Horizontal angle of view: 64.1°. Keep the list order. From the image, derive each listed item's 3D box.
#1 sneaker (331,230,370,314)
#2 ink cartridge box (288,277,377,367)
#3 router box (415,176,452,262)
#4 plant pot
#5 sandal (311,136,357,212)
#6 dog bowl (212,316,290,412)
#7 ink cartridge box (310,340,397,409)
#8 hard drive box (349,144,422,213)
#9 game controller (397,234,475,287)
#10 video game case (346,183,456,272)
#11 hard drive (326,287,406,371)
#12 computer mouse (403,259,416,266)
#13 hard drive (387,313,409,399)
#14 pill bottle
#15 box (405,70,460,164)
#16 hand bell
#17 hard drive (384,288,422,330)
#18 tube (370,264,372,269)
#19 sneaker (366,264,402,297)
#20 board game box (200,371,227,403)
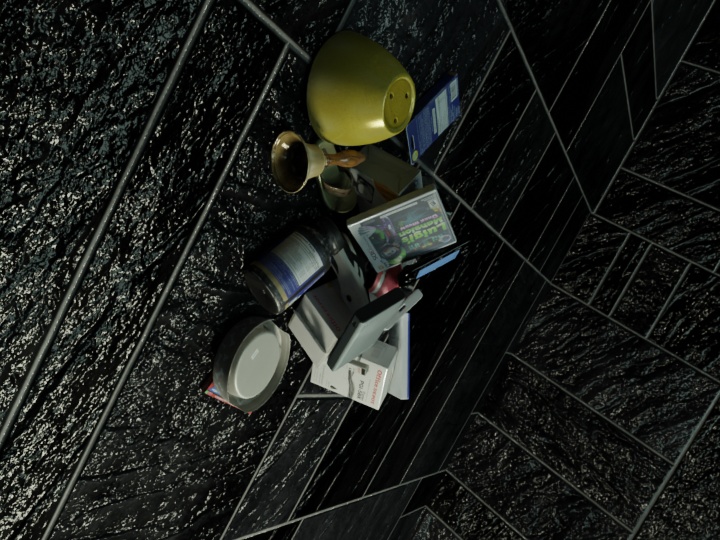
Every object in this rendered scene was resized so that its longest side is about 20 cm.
[{"bbox_3d":[0.000,0.000,1.289,0.110,0.205,0.072,-20,174,-42],"label":"sneaker"},{"bbox_3d":[-0.063,0.113,1.323,0.197,0.129,0.126,-24,157,-43],"label":"ink cartridge box"},{"bbox_3d":[0.162,-0.123,1.421,0.049,0.202,0.153,6,120,-12],"label":"router box"},{"bbox_3d":[0.017,-0.315,1.047,0.198,0.139,0.206,-34,136,-39],"label":"plant pot"},{"bbox_3d":[-0.049,-0.184,1.169,0.081,0.056,0.202,-53,148,-16],"label":"sandal"},{"bbox_3d":[-0.229,0.190,1.206,0.200,0.057,0.206,-41,140,-47],"label":"dog bowl"},{"bbox_3d":[-0.018,0.238,1.445,0.083,0.194,0.151,-53,158,-54],"label":"ink cartridge box"},{"bbox_3d":[0.065,-0.156,1.272,0.077,0.154,0.202,-44,147,-18],"label":"hard drive box"},{"bbox_3d":[0.172,-0.021,1.311,0.196,0.043,0.104,-28,174,-10],"label":"game controller"},{"bbox_3d":[0.091,-0.083,1.216,0.194,0.024,0.183,-21,142,12],"label":"video game case"},{"bbox_3d":[0.009,0.129,1.244,0.138,0.033,0.202,-28,158,-38],"label":"hard drive"},{"bbox_3d":[0.135,-0.032,1.603,0.198,0.043,0.112,-16,135,-57],"label":"computer mouse"},{"bbox_3d":[0.097,0.213,1.465,0.132,0.024,0.208,162,-71,-77],"label":"hard drive"},{"bbox_3d":[-0.128,-0.017,1.152,0.199,0.110,0.114,-42,147,-26],"label":"pill bottle"},{"bbox_3d":[0.165,-0.359,1.359,0.201,0.032,0.123,-48,148,-21],"label":"box"},{"bbox_3d":[-0.062,-0.209,1.078,0.197,0.103,0.107,-17,131,-47],"label":"hand bell"},{"bbox_3d":[0.068,0.108,1.457,0.131,0.027,0.199,-42,-176,-21],"label":"hard drive"},{"bbox_3d":[0.052,-0.014,1.496,0.077,0.049,0.205,-44,143,-36],"label":"tube"},{"bbox_3d":[0.071,0.001,1.387,0.073,0.086,0.203,-38,-161,43],"label":"sneaker"},{"bbox_3d":[-0.266,0.250,1.278,0.104,0.019,0.201,-54,150,-10],"label":"board game box"}]
